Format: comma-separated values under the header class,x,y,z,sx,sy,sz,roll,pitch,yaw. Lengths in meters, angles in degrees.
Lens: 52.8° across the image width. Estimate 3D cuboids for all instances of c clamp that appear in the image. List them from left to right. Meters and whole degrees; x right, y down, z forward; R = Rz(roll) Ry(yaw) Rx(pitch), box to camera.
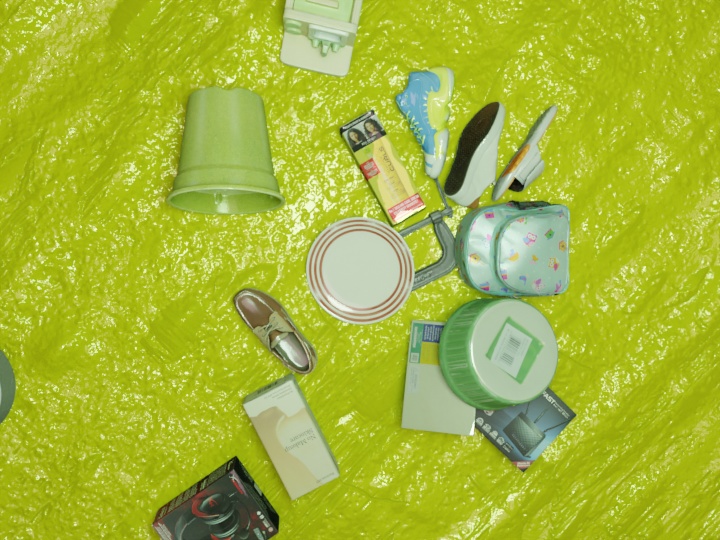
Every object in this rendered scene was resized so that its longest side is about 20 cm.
class,x,y,z,sx,sy,sz,roll,pitch,yaw
c clamp,0.097,-0.052,1.350,0.199,0.027,0.172,-31,101,-3

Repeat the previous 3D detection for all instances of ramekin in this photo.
class,x,y,z,sx,sy,sz,roll,pitch,yaw
ramekin,0.246,0.143,1.266,0.198,0.098,0.202,3,80,-18

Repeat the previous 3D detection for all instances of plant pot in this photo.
class,x,y,z,sx,sy,sz,roll,pitch,yaw
plant pot,-0.229,-0.205,1.241,0.199,0.200,0.186,-1,82,-5

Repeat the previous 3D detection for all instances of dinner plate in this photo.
class,x,y,z,sx,sy,sz,roll,pitch,yaw
dinner plate,0.000,0.000,1.328,0.198,0.024,0.202,2,105,7

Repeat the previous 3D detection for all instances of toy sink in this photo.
class,x,y,z,sx,sy,sz,roll,pitch,yaw
toy sink,-0.063,-0.457,1.261,0.129,0.112,0.202,12,93,-5

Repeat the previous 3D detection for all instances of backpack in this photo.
class,x,y,z,sx,sy,sz,roll,pitch,yaw
backpack,0.274,-0.036,1.303,0.198,0.153,0.177,0,100,0

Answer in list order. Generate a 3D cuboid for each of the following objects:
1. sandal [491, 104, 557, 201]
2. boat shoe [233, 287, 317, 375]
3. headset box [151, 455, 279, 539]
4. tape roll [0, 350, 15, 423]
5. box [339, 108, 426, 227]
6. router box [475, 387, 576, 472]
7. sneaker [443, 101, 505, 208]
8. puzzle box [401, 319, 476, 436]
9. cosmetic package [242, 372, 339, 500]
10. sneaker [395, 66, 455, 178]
class,x,y,z,sx,sy,sz,roll,pitch,yaw
sandal,0.316,-0.206,1.327,0.059,0.079,0.207,34,89,-3
boat shoe,-0.151,0.110,1.316,0.200,0.072,0.076,44,90,-6
headset box,-0.270,0.465,1.330,0.199,0.075,0.149,-33,97,-1
tape roll,-0.723,0.212,1.281,0.199,0.066,0.202,0,93,-5
box,0.039,-0.182,1.306,0.075,0.050,0.201,-28,88,-1
router box,0.282,0.255,1.366,0.200,0.062,0.150,43,89,-6
sneaker,0.223,-0.209,1.336,0.084,0.073,0.201,28,85,-37
puzzle box,0.150,0.194,1.325,0.132,0.025,0.202,4,78,14
cosmetic package,-0.126,0.303,1.332,0.105,0.071,0.201,-28,96,-2
sneaker,0.111,-0.269,1.317,0.104,0.076,0.202,7,87,7
